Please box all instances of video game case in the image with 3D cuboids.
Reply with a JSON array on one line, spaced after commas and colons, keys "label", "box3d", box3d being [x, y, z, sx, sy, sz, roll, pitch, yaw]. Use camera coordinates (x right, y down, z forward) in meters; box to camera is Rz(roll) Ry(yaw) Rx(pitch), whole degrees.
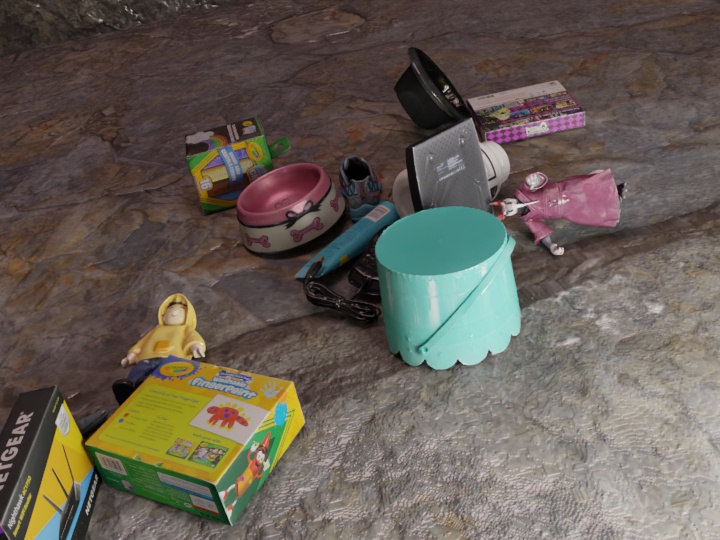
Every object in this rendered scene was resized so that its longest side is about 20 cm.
[{"label": "video game case", "box3d": [0.327, -0.319, 1.617, 0.197, 0.036, 0.182, -12, 32, 1]}]

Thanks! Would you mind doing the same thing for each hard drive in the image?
[{"label": "hard drive", "box3d": [0.135, -0.114, 1.213, 0.134, 0.203, 0.042, -30, 27, -28]}]

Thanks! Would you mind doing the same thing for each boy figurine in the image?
[{"label": "boy figurine", "box3d": [-0.272, 0.111, 1.136, 0.122, 0.065, 0.201, -6, 36, 16]}]

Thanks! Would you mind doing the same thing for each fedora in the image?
[{"label": "fedora", "box3d": [0.135, -0.352, 1.637, 0.091, 0.201, 0.202, -36, 24, 22]}]

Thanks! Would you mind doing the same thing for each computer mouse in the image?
[{"label": "computer mouse", "box3d": [0.000, 0.000, 1.221, 0.139, 0.046, 0.201, 16, 50, 19]}]

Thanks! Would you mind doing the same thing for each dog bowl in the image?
[{"label": "dog bowl", "box3d": [-0.128, -0.115, 1.404, 0.197, 0.074, 0.201, -16, 33, 10]}]

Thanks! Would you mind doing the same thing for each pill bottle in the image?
[{"label": "pill bottle", "box3d": [0.154, -0.144, 1.326, 0.199, 0.114, 0.112, -29, 35, -33]}]

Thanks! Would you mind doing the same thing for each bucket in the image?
[{"label": "bucket", "box3d": [0.115, 0.016, 1.074, 0.204, 0.136, 0.208, -9, 32, 6]}]

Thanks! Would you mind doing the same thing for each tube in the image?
[{"label": "tube", "box3d": [-0.016, -0.043, 1.300, 0.199, 0.051, 0.077, -36, 14, -29]}]

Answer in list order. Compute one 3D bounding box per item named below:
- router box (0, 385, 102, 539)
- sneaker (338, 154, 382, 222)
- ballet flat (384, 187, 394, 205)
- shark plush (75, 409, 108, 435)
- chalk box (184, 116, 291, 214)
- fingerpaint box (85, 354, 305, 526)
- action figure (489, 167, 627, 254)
[{"label": "router box", "box3d": [-0.345, 0.248, 0.863, 0.050, 0.151, 0.201, -11, 32, 3]}, {"label": "sneaker", "box3d": [0.001, -0.171, 1.446, 0.078, 0.097, 0.201, -14, 32, -4]}, {"label": "ballet flat", "box3d": [0.100, -0.152, 1.421, 0.067, 0.047, 0.200, 8, 32, 34]}, {"label": "shark plush", "box3d": [-0.393, 0.244, 1.004, 0.082, 0.092, 0.200, 24, 22, 17]}, {"label": "chalk box", "box3d": [-0.231, -0.213, 1.572, 0.197, 0.126, 0.125, -15, 31, -6]}, {"label": "fingerpaint box", "box3d": [-0.193, 0.195, 0.963, 0.197, 0.074, 0.167, 7, 38, 28]}, {"label": "action figure", "box3d": [0.294, -0.113, 1.216, 0.197, 0.136, 0.150, -3, 32, 9]}]
